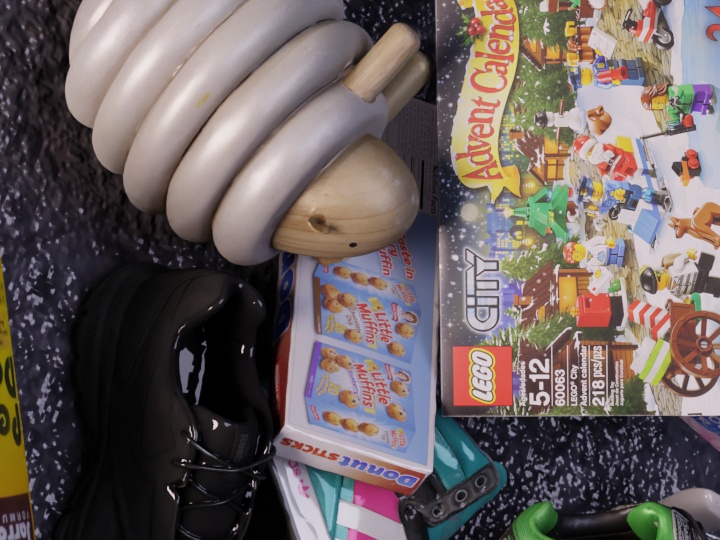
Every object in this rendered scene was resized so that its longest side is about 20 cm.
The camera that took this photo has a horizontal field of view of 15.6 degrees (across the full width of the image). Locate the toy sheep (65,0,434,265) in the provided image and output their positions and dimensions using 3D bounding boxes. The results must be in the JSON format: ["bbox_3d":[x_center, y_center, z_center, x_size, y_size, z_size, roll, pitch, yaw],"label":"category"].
[{"bbox_3d":[-0.056,-0.080,1.114,0.200,0.138,0.138,42,53,14],"label":"toy sheep"}]

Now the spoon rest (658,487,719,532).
[{"bbox_3d":[0.126,0.200,1.277,0.099,0.060,0.201,33,77,-29],"label":"spoon rest"}]

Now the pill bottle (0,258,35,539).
[{"bbox_3d":[-0.183,0.069,1.004,0.109,0.109,0.202,-6,87,-39],"label":"pill bottle"}]

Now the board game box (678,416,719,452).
[{"bbox_3d":[0.157,-0.048,1.261,0.199,0.041,0.201,40,59,-25],"label":"board game box"}]

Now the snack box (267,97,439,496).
[{"bbox_3d":[0.000,0.000,1.165,0.071,0.024,0.201,19,51,-20],"label":"snack box"}]

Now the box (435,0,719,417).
[{"bbox_3d":[0.101,-0.038,1.137,0.135,0.038,0.202,-1,96,4],"label":"box"}]

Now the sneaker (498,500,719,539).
[{"bbox_3d":[0.152,0.151,1.196,0.198,0.086,0.078,5,44,-13],"label":"sneaker"}]

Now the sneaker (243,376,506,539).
[{"bbox_3d":[0.016,0.131,1.177,0.120,0.083,0.201,-20,95,-29],"label":"sneaker"}]

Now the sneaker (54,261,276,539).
[{"bbox_3d":[-0.077,0.093,1.098,0.076,0.090,0.202,4,82,-39],"label":"sneaker"}]
